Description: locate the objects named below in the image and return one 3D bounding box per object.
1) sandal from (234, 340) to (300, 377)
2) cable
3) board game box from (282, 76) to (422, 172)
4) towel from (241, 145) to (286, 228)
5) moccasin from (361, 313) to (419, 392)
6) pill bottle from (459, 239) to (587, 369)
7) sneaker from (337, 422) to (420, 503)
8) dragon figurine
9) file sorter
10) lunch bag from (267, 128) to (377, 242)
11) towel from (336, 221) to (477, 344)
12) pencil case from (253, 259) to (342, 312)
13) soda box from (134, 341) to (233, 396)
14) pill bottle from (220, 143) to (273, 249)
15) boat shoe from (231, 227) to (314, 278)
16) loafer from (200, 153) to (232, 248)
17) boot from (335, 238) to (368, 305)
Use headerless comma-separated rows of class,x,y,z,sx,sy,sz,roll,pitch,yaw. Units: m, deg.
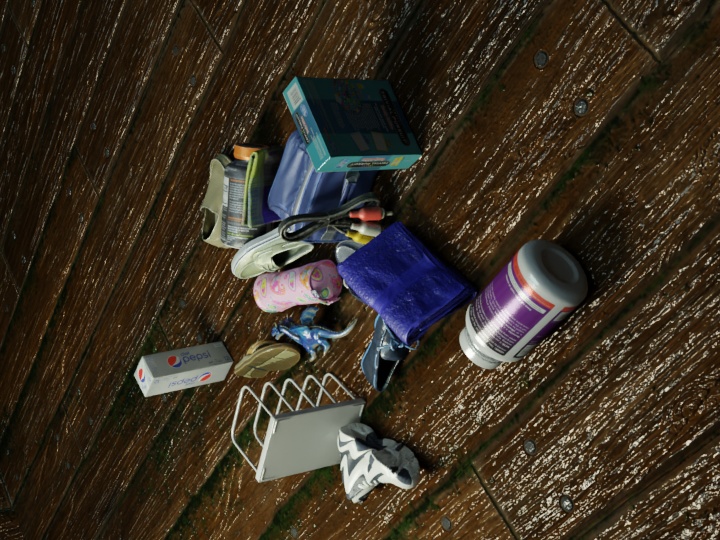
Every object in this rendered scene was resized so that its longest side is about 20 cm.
sandal,-0.193,0.172,1.873,0.200,0.080,0.054,-29,49,51
cable,-0.036,-0.082,1.557,0.050,0.199,0.097,57,140,40
board game box,-0.011,-0.237,1.501,0.047,0.199,0.151,-40,66,44
towel,-0.151,-0.156,1.689,0.023,0.200,0.144,13,103,23
moccasin,0.061,0.127,1.575,0.200,0.080,0.068,106,150,-42
pill bottle,0.228,0.055,1.335,0.200,0.112,0.113,-52,58,39
sneaker,0.029,0.368,1.641,0.199,0.079,0.130,21,116,41
dragon figurine,-0.093,0.109,1.725,0.099,0.059,0.200,47,145,-9
file sorter,-0.118,0.279,1.707,0.124,0.199,0.139,42,125,42
lunch bag,-0.057,-0.151,1.617,0.132,0.136,0.201,44,125,36
towel,0.071,0.012,1.492,0.200,0.147,0.050,44,161,36
pencil case,-0.119,0.033,1.757,0.200,0.087,0.088,-10,88,48
soda box,-0.380,0.211,1.995,0.064,0.199,0.068,55,133,28
pill bottle,-0.219,-0.149,1.828,0.106,0.106,0.201,21,112,46
boat shoe,-0.171,-0.031,1.779,0.200,0.072,0.062,-32,52,27
loafer,-0.299,-0.144,1.950,0.076,0.068,0.201,10,103,48
boot,0.000,0.000,1.607,0.200,0.090,0.073,31,118,43
